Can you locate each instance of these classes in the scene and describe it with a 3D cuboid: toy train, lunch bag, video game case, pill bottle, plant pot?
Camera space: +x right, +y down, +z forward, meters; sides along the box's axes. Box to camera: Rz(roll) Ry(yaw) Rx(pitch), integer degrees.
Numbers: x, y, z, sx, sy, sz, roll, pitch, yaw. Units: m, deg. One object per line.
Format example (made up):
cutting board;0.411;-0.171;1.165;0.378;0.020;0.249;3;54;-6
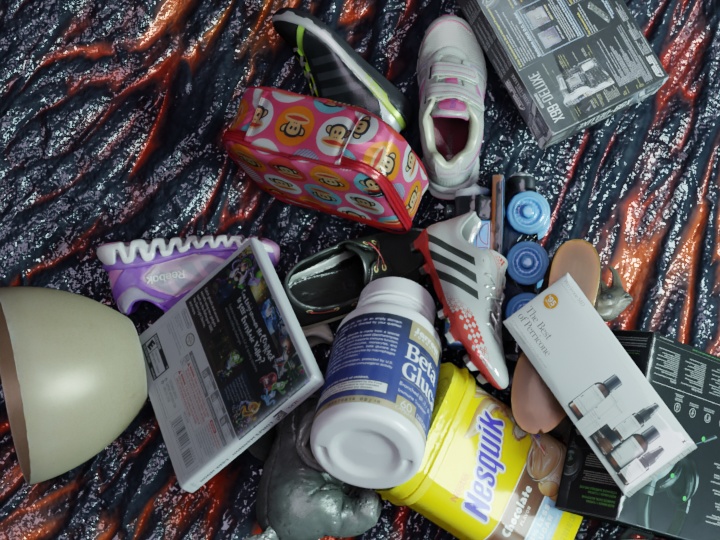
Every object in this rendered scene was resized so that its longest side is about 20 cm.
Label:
toy train;0.144;-0.005;1.499;0.113;0.087;0.202;1;84;8
lunch bag;-0.031;-0.110;1.477;0.198;0.176;0.083;17;74;24
video game case;-0.138;0.092;1.419;0.181;0.023;0.201;-40;48;15
pill bottle;0.021;0.103;1.383;0.110;0.112;0.201;11;44;3
plant pot;-0.295;0.108;1.453;0.133;0.200;0.203;-9;81;-19

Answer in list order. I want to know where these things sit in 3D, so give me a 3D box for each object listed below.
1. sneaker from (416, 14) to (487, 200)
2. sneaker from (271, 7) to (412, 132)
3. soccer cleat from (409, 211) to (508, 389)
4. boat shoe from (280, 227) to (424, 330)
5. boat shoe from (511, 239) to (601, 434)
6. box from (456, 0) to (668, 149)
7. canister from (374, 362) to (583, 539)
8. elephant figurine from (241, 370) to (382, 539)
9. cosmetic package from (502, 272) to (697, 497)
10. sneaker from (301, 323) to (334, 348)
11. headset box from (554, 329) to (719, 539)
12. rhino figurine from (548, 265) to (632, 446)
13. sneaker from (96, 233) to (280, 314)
sneaker;0.102;-0.183;1.522;0.080;0.088;0.202;-3;82;1
sneaker;-0.033;-0.204;1.537;0.200;0.072;0.083;41;86;6
soccer cleat;0.117;0.026;1.410;0.085;0.069;0.201;-29;53;8
boat shoe;0.001;0.002;1.488;0.200;0.063;0.074;-23;74;-25
boat shoe;0.200;0.070;1.419;0.070;0.070;0.202;19;80;5
box;0.217;-0.254;1.530;0.157;0.050;0.201;-27;82;-16
canister;0.131;0.208;1.430;0.199;0.086;0.149;34;68;-17
elephant figurine;-0.054;0.170;1.447;0.140;0.155;0.202;-7;95;10
cosmetic package;0.225;0.107;1.336;0.082;0.051;0.201;-37;70;5
sneaker;-0.120;0.106;1.495;0.200;0.075;0.090;-42;77;-3
headset box;0.302;0.178;1.423;0.173;0.092;0.202;18;79;-33
rhino figurine;0.235;0.088;1.496;0.087;0.060;0.202;19;81;9
sneaker;-0.182;0.007;1.514;0.198;0.080;0.090;-5;89;6
